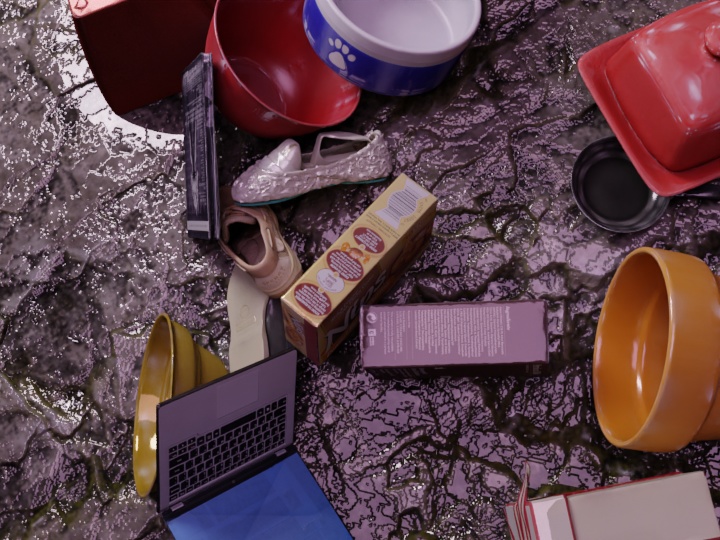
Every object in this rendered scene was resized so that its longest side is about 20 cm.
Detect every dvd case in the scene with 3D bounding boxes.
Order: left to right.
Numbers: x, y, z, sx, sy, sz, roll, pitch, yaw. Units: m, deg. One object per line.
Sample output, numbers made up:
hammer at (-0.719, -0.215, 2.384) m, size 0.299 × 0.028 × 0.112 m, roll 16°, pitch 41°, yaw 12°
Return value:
dvd case at (-0.184, -0.137, 1.096) m, size 0.016 × 0.149 × 0.202 m, roll -2°, pitch 94°, yaw -19°

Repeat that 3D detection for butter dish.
butter dish at (0.372, -0.214, 1.032) m, size 0.198 × 0.148 × 0.201 m, roll -23°, pitch 72°, yaw -9°

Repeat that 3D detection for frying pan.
frying pan at (0.329, -0.106, 1.085) m, size 0.189 × 0.031 × 0.116 m, roll -15°, pitch 76°, yaw -6°

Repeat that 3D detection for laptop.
laptop at (-0.102, 0.214, 0.986) m, size 0.116 × 0.187 × 0.201 m, roll 23°, pitch 119°, yaw 36°

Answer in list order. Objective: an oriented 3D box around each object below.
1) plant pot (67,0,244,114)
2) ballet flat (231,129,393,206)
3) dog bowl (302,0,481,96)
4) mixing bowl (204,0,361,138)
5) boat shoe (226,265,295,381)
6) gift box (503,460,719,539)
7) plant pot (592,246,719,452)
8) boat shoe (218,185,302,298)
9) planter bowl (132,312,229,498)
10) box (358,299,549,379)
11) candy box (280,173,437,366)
plant pot at (-0.269, -0.343, 1.168) m, size 0.199 × 0.176 × 0.201 m, roll -20°, pitch 73°, yaw 5°
ballet flat at (-0.058, -0.127, 1.106) m, size 0.199 × 0.072 × 0.072 m, roll -13°, pitch 73°, yaw -18°
dog bowl at (0.035, -0.305, 1.114) m, size 0.199 × 0.079 × 0.201 m, roll 9°, pitch 59°, yaw -15°
mixing bowl at (-0.108, -0.233, 1.127) m, size 0.108 × 0.199 × 0.201 m, roll -32°, pitch 67°, yaw 46°
boat shoe at (-0.111, 0.053, 1.106) m, size 0.073 × 0.063 × 0.203 m, roll -23°, pitch 57°, yaw 34°
gift box at (0.225, 0.274, 0.900) m, size 0.185 × 0.185 × 0.201 m, roll -11°, pitch 71°, yaw -3°
plant pot at (0.356, 0.089, 0.961) m, size 0.182 × 0.200 × 0.202 m, roll 9°, pitch 77°, yaw -5°
boat shoe at (-0.132, -0.049, 1.096) m, size 0.071 × 0.065 × 0.200 m, roll -45°, pitch 45°, yaw 1°
planter bowl at (-0.191, 0.151, 1.054) m, size 0.083 × 0.200 × 0.202 m, roll 9°, pitch 76°, yaw -21°
box at (0.104, 0.077, 1.042) m, size 0.199 × 0.100 × 0.075 m, roll -4°, pitch 76°, yaw 10°
candy box at (0.000, 0.000, 1.045) m, size 0.055 × 0.116 × 0.200 m, roll 38°, pitch 69°, yaw 16°
